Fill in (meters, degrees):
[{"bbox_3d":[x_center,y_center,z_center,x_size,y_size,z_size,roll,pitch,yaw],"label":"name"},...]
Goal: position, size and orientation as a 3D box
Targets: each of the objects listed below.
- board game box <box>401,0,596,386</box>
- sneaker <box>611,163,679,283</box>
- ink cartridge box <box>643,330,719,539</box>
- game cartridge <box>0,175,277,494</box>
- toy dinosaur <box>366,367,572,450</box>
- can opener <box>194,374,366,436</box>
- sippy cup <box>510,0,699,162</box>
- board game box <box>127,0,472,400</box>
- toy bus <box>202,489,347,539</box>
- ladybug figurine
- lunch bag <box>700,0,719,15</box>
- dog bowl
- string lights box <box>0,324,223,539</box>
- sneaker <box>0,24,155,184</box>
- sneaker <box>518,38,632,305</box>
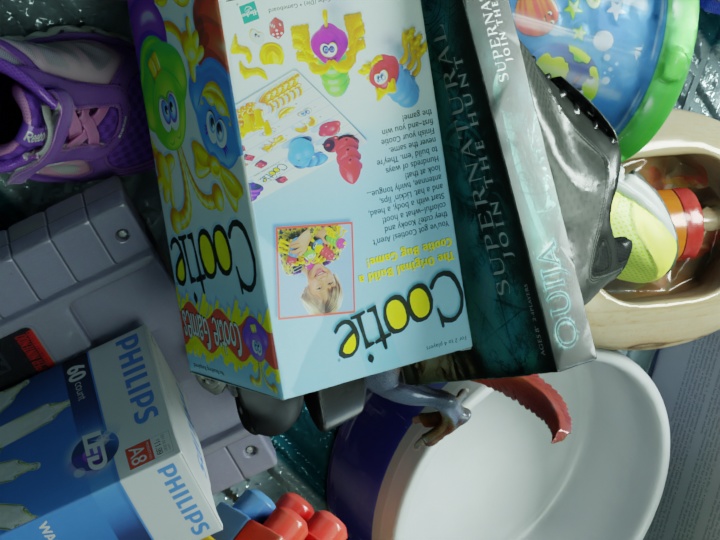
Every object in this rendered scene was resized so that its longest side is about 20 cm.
[{"bbox_3d":[0.039,-0.049,1.097,0.028,0.135,0.202,-15,92,-30],"label":"board game box"},{"bbox_3d":[0.073,-0.020,1.217,0.198,0.078,0.091,18,64,-18],"label":"sneaker"},{"bbox_3d":[0.232,0.141,1.437,0.044,0.176,0.202,-1,115,-35],"label":"ink cartridge box"},{"bbox_3d":[-0.136,0.056,1.196,0.129,0.038,0.201,-28,130,-1],"label":"game cartridge"},{"bbox_3d":[0.000,0.000,1.216,0.182,0.199,0.106,46,57,-34],"label":"toy dinosaur"},{"bbox_3d":[-0.057,-0.012,1.160,0.078,0.063,0.202,-23,105,-28],"label":"can opener"},{"bbox_3d":[0.085,-0.131,1.221,0.129,0.139,0.180,10,97,-27],"label":"sippy cup"},{"bbox_3d":[-0.030,-0.056,1.075,0.104,0.103,0.202,-14,101,-27],"label":"board game box"},{"bbox_3d":[-0.068,0.205,1.251,0.192,0.199,0.136,-46,134,-15],"label":"toy bus"},{"bbox_3d":[0.151,-0.024,1.344,0.198,0.072,0.137,-2,93,-27],"label":"ladybug figurine"},{"bbox_3d":[0.292,-0.219,1.324,0.198,0.124,0.171,0,114,-20],"label":"lunch bag"},{"bbox_3d":[0.081,0.119,1.382,0.199,0.079,0.202,-17,123,-27],"label":"dog bowl"},{"bbox_3d":[-0.174,0.116,1.142,0.199,0.103,0.059,-25,128,1],"label":"string lights box"},{"bbox_3d":[-0.156,-0.074,1.099,0.199,0.088,0.081,10,105,-42],"label":"sneaker"},{"bbox_3d":[0.079,-0.070,1.150,0.090,0.066,0.202,-25,102,-31],"label":"sneaker"}]
